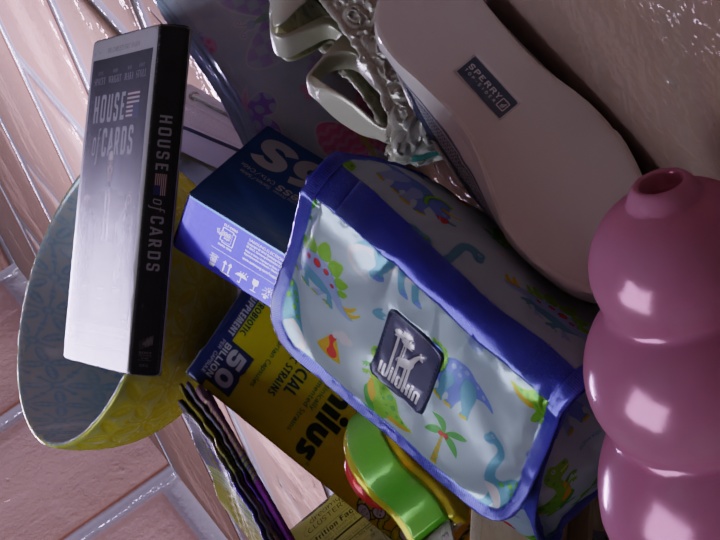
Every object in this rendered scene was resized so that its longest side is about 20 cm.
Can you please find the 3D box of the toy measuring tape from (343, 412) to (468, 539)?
[{"bbox_3d":[0.024,0.127,1.268,0.201,0.073,0.074,-89,-22,-51],"label":"toy measuring tape"}]

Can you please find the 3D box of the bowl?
[{"bbox_3d":[-0.135,0.029,1.502,0.107,0.201,0.200,17,-170,-31],"label":"bowl"}]

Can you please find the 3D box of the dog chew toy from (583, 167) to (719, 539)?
[{"bbox_3d":[0.150,0.049,0.975,0.124,0.124,0.201,35,149,59],"label":"dog chew toy"}]

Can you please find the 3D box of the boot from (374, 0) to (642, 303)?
[{"bbox_3d":[0.081,-0.056,1.108,0.201,0.072,0.090,57,179,25],"label":"boot"}]

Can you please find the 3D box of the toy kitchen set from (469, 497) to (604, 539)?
[{"bbox_3d":[0.171,0.141,1.285,0.163,0.179,0.202,-27,-59,-67],"label":"toy kitchen set"}]

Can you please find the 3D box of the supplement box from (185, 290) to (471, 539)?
[{"bbox_3d":[0.012,0.078,1.417,0.200,0.109,0.109,37,-169,15],"label":"supplement box"}]

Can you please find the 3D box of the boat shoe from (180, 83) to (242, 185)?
[{"bbox_3d":[-0.041,-0.071,1.514,0.201,0.086,0.075,24,156,9],"label":"boat shoe"}]

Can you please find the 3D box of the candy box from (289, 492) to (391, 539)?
[{"bbox_3d":[0.052,0.246,1.431,0.168,0.071,0.200,50,-179,-37],"label":"candy box"}]

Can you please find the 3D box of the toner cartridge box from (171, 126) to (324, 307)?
[{"bbox_3d":[0.000,0.000,1.313,0.199,0.095,0.043,31,131,11],"label":"toner cartridge box"}]

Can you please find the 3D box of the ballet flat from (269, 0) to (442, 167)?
[{"bbox_3d":[-0.011,-0.128,1.259,0.200,0.072,0.072,49,166,33],"label":"ballet flat"}]

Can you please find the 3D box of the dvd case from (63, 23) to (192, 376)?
[{"bbox_3d":[-0.141,-0.042,1.367,0.150,0.025,0.202,-176,91,-69],"label":"dvd case"}]

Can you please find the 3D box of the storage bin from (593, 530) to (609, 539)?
[{"bbox_3d":[0.174,0.270,1.506,0.135,0.093,0.201,45,165,41],"label":"storage bin"}]

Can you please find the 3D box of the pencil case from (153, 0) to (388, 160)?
[{"bbox_3d":[-0.058,-0.125,1.388,0.201,0.090,0.083,62,167,-21],"label":"pencil case"}]

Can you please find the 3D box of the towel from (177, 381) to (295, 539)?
[{"bbox_3d":[-0.052,0.171,1.383,0.200,0.023,0.144,57,169,38],"label":"towel"}]

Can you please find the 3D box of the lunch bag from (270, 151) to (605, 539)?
[{"bbox_3d":[0.054,0.034,1.115,0.170,0.128,0.200,39,171,19],"label":"lunch bag"}]
